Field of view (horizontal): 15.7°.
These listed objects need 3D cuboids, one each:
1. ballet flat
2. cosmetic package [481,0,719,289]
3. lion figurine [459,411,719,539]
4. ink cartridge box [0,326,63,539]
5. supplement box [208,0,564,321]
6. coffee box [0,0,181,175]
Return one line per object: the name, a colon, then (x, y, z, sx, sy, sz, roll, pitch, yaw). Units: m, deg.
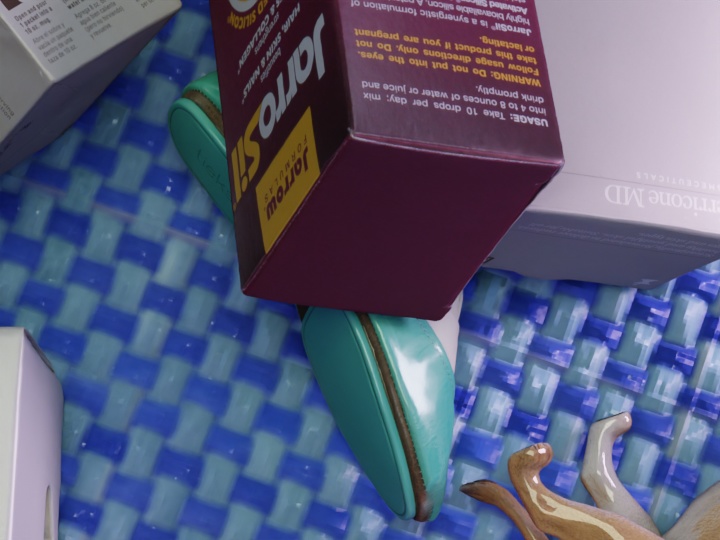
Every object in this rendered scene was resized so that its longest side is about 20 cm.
ballet flat: (0.000, 0.000, 1.032, 0.070, 0.067, 0.200, -26, 78, -22)
cosmetic package: (0.088, -0.100, 1.030, 0.107, 0.090, 0.200, 5, 72, -22)
lion figurine: (0.149, 0.101, 1.006, 0.200, 0.072, 0.123, -20, 86, 10)
ink cartridge box: (-0.221, 0.095, 0.998, 0.200, 0.083, 0.145, 1, 74, 2)
supplement box: (0.002, -0.096, 0.987, 0.086, 0.110, 0.200, 7, 55, -23)
coffee box: (-0.178, -0.140, 1.016, 0.200, 0.113, 0.080, 52, 49, 0)
